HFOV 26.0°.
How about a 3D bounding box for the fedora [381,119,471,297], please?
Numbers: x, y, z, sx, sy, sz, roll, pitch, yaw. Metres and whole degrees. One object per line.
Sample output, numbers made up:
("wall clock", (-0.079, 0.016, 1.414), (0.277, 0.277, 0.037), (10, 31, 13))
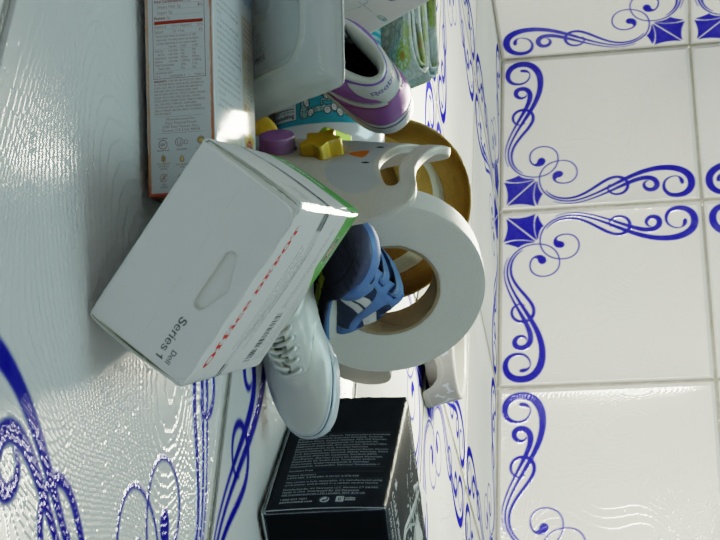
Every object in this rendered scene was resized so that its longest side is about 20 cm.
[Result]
("fedora", (0.019, -0.072, 1.609), (0.082, 0.198, 0.203), (44, 43, -63))

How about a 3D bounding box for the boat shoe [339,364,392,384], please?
("boat shoe", (-0.004, 0.054, 1.720), (0.200, 0.074, 0.094), (65, 31, -64))

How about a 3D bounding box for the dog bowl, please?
("dog bowl", (0.131, 0.118, 2.489), (0.200, 0.058, 0.203), (-3, 90, -79))

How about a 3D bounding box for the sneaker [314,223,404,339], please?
("sneaker", (0.000, 0.000, 1.448), (0.200, 0.081, 0.075), (112, -37, -68))

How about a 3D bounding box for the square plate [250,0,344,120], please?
("square plate", (-0.075, -0.229, 1.269), (0.199, 0.028, 0.201), (-12, -102, 58))

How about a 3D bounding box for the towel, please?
("towel", (0.005, -0.264, 1.624), (0.048, 0.199, 0.173), (6, 79, -38))

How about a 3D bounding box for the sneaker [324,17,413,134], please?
("sneaker", (-0.045, -0.199, 1.312), (0.073, 0.199, 0.114), (-57, 156, -6))

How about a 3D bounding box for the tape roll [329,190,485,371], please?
("tape roll", (0.025, 0.011, 1.555), (0.037, 0.200, 0.205), (-97, 177, -56))

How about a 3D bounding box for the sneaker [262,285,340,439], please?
("sneaker", (-0.070, 0.058, 1.420), (0.071, 0.072, 0.202), (-20, 98, -69))

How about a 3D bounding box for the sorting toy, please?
("sorting toy", (-0.021, -0.073, 1.311), (0.200, 0.178, 0.108), (-51, 132, -59))

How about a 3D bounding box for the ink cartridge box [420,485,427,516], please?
("ink cartridge box", (0.045, 0.366, 2.019), (0.162, 0.050, 0.202), (65, 32, -65))

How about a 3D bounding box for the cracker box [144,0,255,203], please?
("cracker box", (-0.121, -0.147, 1.196), (0.134, 0.057, 0.203), (31, 57, -79))

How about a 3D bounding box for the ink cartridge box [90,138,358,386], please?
("ink cartridge box", (-0.088, -0.006, 1.088), (0.147, 0.084, 0.200), (-56, 171, 6))

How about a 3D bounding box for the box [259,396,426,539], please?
("box", (-0.009, 0.259, 1.518), (0.197, 0.122, 0.202), (-76, 160, -63))

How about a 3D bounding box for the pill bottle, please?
("pill bottle", (-0.031, -0.175, 1.545), (0.111, 0.109, 0.203), (19, 68, -79))

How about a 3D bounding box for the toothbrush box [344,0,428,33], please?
("toothbrush box", (-0.007, -0.319, 1.408), (0.199, 0.146, 0.086), (31, 50, -36))
